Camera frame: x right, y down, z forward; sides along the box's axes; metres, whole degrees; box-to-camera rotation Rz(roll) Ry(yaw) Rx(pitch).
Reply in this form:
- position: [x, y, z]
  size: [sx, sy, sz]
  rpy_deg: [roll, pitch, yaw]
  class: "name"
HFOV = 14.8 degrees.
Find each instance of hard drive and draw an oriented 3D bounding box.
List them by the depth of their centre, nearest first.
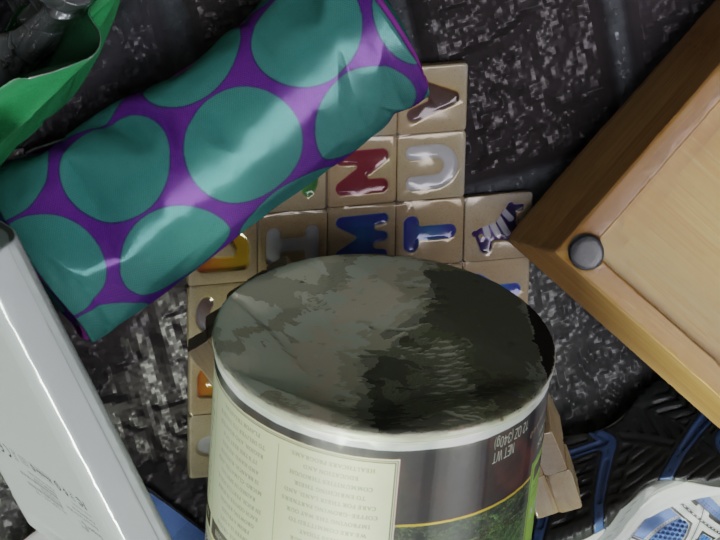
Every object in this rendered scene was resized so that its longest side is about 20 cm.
- position: [-0.147, 0.051, 1.199]
  size: [0.026, 0.132, 0.200]
  rpy_deg: [-36, 125, -20]
  class: "hard drive"

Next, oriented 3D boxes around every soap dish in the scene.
- position: [0.192, -0.006, 1.269]
  size: [0.200, 0.081, 0.157]
  rpy_deg: [41, 98, 0]
  class: "soap dish"

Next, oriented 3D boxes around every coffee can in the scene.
- position: [0.003, 0.115, 1.205]
  size: [0.146, 0.146, 0.201]
  rpy_deg: [-4, 121, -14]
  class: "coffee can"

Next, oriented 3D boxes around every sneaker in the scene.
- position: [0.149, 0.105, 1.358]
  size: [0.199, 0.076, 0.077]
  rpy_deg: [-19, 138, -7]
  class: "sneaker"

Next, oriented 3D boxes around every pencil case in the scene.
- position: [-0.069, -0.059, 1.205]
  size: [0.200, 0.085, 0.093]
  rpy_deg: [-35, 79, 3]
  class: "pencil case"

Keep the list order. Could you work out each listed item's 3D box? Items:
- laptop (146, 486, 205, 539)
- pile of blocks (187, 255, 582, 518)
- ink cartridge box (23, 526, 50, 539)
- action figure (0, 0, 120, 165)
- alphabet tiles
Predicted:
- position: [-0.085, 0.246, 1.323]
  size: [0.187, 0.200, 0.116]
  rpy_deg: [-46, 150, 7]
  class: "laptop"
- position: [0.012, 0.059, 1.294]
  size: [0.200, 0.062, 0.082]
  rpy_deg: [29, 115, -16]
  class: "pile of blocks"
- position: [-0.152, 0.245, 1.308]
  size: [0.161, 0.050, 0.200]
  rpy_deg: [-34, 80, 7]
  class: "ink cartridge box"
- position: [-0.143, -0.082, 1.144]
  size: [0.055, 0.200, 0.118]
  rpy_deg: [41, 56, -3]
  class: "action figure"
- position: [0.000, 0.000, 1.298]
  size: [0.167, 0.008, 0.201]
  rpy_deg: [-5, 114, -13]
  class: "alphabet tiles"
